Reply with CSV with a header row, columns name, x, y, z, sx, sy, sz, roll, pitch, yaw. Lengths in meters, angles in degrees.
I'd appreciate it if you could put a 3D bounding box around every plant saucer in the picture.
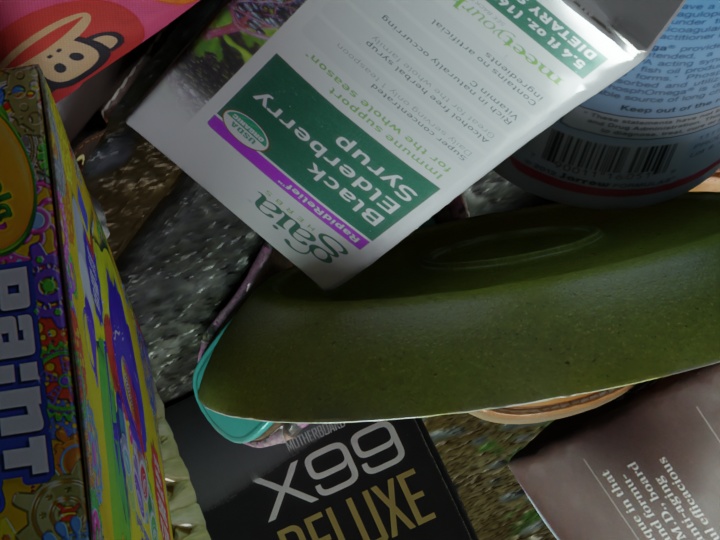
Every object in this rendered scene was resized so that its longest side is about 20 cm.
name,x,y,z,sx,sy,sz,roll,pitch,yaw
plant saucer,0.047,0.006,0.842,0.200,0.031,0.200,-9,-172,1

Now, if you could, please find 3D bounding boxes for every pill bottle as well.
name,x,y,z,sx,sy,sz,roll,pitch,yaw
pill bottle,0.085,-0.110,0.798,0.109,0.109,0.200,-18,156,-17

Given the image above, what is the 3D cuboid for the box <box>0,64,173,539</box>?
name,x,y,z,sx,sy,sz,roll,pitch,yaw
box,-0.152,0.056,0.710,0.192,0.122,0.200,-8,159,-1

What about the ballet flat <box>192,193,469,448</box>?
name,x,y,z,sx,sy,sz,roll,pitch,yaw
ballet flat,0.000,0.000,1.018,0.071,0.069,0.200,-32,169,-35

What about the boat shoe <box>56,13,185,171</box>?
name,x,y,z,sx,sy,sz,roll,pitch,yaw
boat shoe,-0.112,-0.034,0.810,0.200,0.070,0.070,-40,150,28

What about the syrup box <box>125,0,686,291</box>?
name,x,y,z,sx,sy,sz,roll,pitch,yaw
syrup box,0.018,-0.071,0.729,0.081,0.079,0.200,-53,-172,-28

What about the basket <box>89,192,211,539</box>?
name,x,y,z,sx,sy,sz,roll,pitch,yaw
basket,-0.166,0.102,0.934,0.200,0.161,0.198,-14,156,-21

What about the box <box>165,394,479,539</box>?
name,x,y,z,sx,sy,sz,roll,pitch,yaw
box,-0.052,0.131,1.113,0.200,0.158,0.050,-24,157,-1

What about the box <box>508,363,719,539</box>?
name,x,y,z,sx,sy,sz,roll,pitch,yaw
box,0.206,0.075,1.141,0.166,0.164,0.200,-38,-177,-38

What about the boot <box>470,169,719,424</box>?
name,x,y,z,sx,sy,sz,roll,pitch,yaw
boot,0.115,-0.030,1.054,0.200,0.074,0.155,-32,161,-16

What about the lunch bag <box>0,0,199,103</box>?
name,x,y,z,sx,sy,sz,roll,pitch,yaw
lunch bag,-0.125,-0.095,0.660,0.200,0.082,0.176,-33,152,17
